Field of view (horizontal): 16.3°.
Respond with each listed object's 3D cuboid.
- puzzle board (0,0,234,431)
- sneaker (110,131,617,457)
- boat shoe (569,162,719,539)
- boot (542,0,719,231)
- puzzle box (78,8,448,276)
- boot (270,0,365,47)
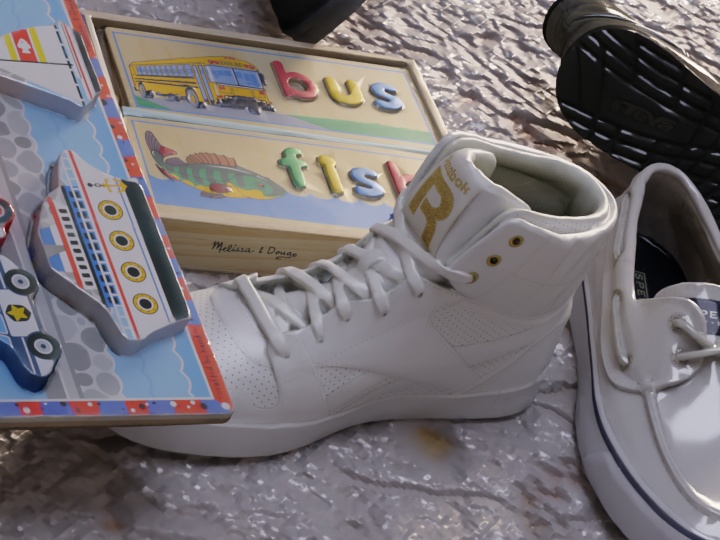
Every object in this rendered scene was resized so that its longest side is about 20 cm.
[{"bbox_3d":[-0.137,-0.031,0.831,0.150,0.017,0.201,0,50,-31],"label":"puzzle board"},{"bbox_3d":[0.000,0.000,0.893,0.199,0.116,0.074,-7,47,-35],"label":"sneaker"},{"bbox_3d":[0.126,0.035,0.967,0.071,0.066,0.201,16,35,-13],"label":"boat shoe"},{"bbox_3d":[0.165,-0.051,1.101,0.200,0.068,0.131,41,14,-6],"label":"boot"},{"bbox_3d":[-0.051,-0.050,1.005,0.199,0.026,0.133,6,38,-26],"label":"puzzle box"},{"bbox_3d":[-0.073,-0.204,1.093,0.200,0.066,0.165,42,25,-21],"label":"boot"}]
